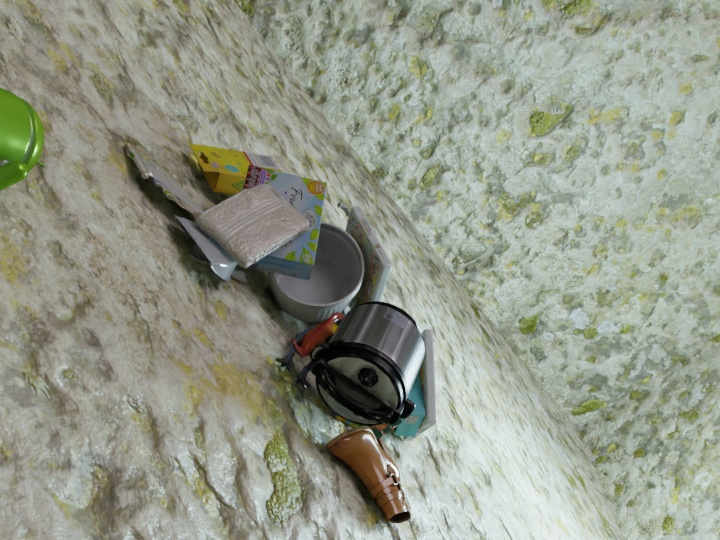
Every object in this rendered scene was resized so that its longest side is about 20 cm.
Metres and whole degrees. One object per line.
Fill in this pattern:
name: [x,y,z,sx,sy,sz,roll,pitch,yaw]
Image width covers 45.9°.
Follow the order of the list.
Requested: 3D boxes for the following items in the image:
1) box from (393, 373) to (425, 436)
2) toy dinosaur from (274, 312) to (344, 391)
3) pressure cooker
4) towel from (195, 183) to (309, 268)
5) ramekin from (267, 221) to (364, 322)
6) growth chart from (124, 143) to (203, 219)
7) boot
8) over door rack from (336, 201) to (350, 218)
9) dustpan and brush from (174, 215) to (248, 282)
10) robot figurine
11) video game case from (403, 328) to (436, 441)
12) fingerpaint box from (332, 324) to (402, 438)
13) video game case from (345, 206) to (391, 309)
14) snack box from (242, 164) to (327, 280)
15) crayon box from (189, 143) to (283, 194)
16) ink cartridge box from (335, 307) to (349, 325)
box: [0.093,0.247,1.817,0.048,0.083,0.202,6,45,-12]
toy dinosaur: [-0.068,0.135,1.586,0.105,0.200,0.182,39,59,0]
pressure cooker: [0.012,0.174,1.514,0.201,0.173,0.181,-61,141,-51]
towel: [-0.195,-0.089,1.582,0.132,0.035,0.200,41,42,12]
ramekin: [-0.095,0.010,1.737,0.202,0.198,0.105,59,-23,22]
growth chart: [-0.348,-0.148,1.575,0.200,0.018,0.145,43,5,-40]
boot: [0.019,0.370,1.515,0.200,0.076,0.157,46,18,-57]
over door rack: [-0.055,-0.049,2.096,0.066,0.147,0.201,34,24,-47]
dustpan and brush: [-0.259,-0.019,1.567,0.140,0.057,0.199,48,15,31]
robot figurine: [-0.479,-0.177,1.055,0.176,0.115,0.200,53,12,18]
video game case: [0.124,0.251,1.839,0.182,0.023,0.203,122,-30,-64]
fingerpaint box: [-0.014,0.222,1.730,0.167,0.073,0.201,39,20,-48]
video game case: [0.000,0.000,1.793,0.023,0.202,0.183,-6,46,-24]
snack box: [-0.162,-0.096,1.684,0.166,0.068,0.203,13,60,-6]
crayon box: [-0.267,-0.212,1.831,0.198,0.051,0.127,6,31,-32]
ink cartridge box: [-0.038,0.114,1.913,0.200,0.075,0.148,45,17,-28]
